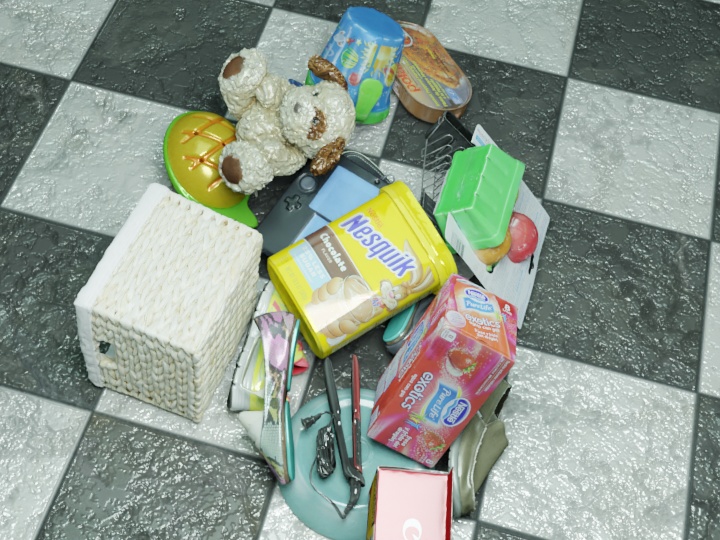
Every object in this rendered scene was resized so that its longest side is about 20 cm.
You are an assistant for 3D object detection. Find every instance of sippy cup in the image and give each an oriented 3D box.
[{"bbox_3d":[0.001,-0.307,1.560,0.138,0.132,0.178,-15,51,-44],"label":"sippy cup"}]

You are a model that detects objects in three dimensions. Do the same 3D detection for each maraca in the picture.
[{"bbox_3d":[-0.205,-0.130,1.472,0.135,0.107,0.203,-2,68,-32],"label":"maraca"}]

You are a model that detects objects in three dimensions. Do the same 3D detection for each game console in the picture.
[{"bbox_3d":[-0.022,-0.054,1.415,0.198,0.031,0.178,32,68,17],"label":"game console"}]

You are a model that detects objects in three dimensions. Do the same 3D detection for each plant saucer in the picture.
[{"bbox_3d":[-0.005,0.225,1.288,0.196,0.036,0.203,1,56,-2],"label":"plant saucer"}]

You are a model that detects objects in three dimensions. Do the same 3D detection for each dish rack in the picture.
[{"bbox_3d":[0.141,-0.103,1.449,0.153,0.054,0.202,39,37,-26],"label":"dish rack"}]

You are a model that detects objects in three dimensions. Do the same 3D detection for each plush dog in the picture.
[{"bbox_3d":[-0.086,-0.191,1.421,0.169,0.160,0.204,-8,72,21],"label":"plush dog"}]

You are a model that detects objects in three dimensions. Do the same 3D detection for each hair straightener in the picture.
[{"bbox_3d":[-0.035,0.196,1.267,0.075,0.041,0.203,-1,60,-4],"label":"hair straightener"}]

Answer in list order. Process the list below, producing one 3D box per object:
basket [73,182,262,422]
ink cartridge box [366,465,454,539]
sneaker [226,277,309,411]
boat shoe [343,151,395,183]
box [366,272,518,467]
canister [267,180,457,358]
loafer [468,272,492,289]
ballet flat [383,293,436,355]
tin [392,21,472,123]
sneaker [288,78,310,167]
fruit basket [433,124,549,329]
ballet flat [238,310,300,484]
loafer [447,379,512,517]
[{"bbox_3d":[-0.227,0.042,1.302,0.158,0.199,0.202,21,56,5],"label":"basket"},{"bbox_3d":[0.047,0.318,1.125,0.082,0.176,0.204,5,66,-2],"label":"ink cartridge box"},{"bbox_3d":[-0.104,0.096,1.352,0.089,0.078,0.203,16,62,-3],"label":"sneaker"},{"bbox_3d":[0.025,-0.100,1.492,0.074,0.063,0.202,-22,60,-16],"label":"boat shoe"},{"bbox_3d":[0.095,0.118,1.234,0.094,0.201,0.100,26,36,-8],"label":"box"},{"bbox_3d":[0.000,0.000,1.325,0.198,0.087,0.150,-30,75,-13],"label":"canister"},{"bbox_3d":[0.139,0.052,1.365,0.071,0.073,0.201,1,32,22],"label":"loafer"},{"bbox_3d":[0.086,0.038,1.405,0.072,0.074,0.202,17,53,8],"label":"ballet flat"},{"bbox_3d":[0.091,-0.305,1.638,0.110,0.042,0.202,-14,57,-30],"label":"tin"},{"bbox_3d":[-0.083,-0.208,1.554,0.069,0.078,0.201,22,25,-30],"label":"sneaker"},{"bbox_3d":[0.175,-0.056,1.378,0.092,0.200,0.188,-4,52,35],"label":"fruit basket"},{"bbox_3d":[-0.109,0.149,1.262,0.070,0.069,0.204,1,79,0],"label":"ballet flat"},{"bbox_3d":[0.146,0.203,1.288,0.068,0.076,0.203,9,56,8],"label":"loafer"}]
